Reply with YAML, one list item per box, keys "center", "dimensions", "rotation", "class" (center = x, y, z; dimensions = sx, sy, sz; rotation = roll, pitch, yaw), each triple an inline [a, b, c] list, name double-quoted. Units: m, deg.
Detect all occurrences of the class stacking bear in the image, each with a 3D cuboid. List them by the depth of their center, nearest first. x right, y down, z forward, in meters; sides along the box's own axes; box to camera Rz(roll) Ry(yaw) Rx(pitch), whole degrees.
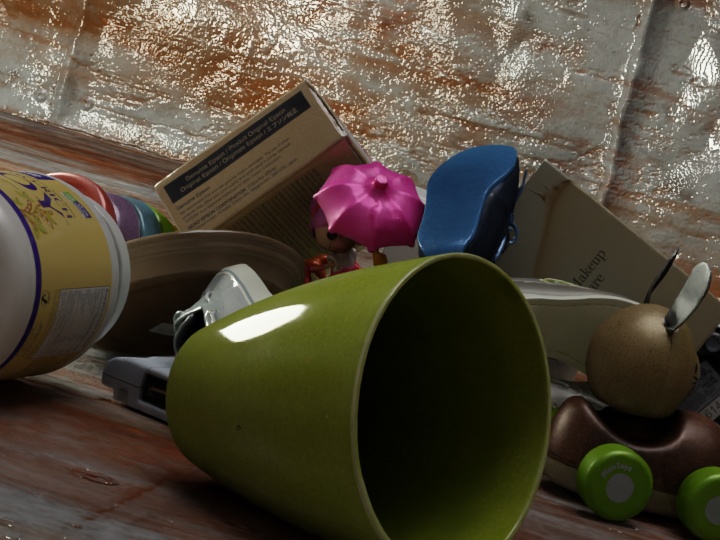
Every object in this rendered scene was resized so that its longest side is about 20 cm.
- center: [-0.195, -0.001, 1.846]
  dimensions: [0.113, 0.122, 0.200]
  rotation: [-16, -27, 33]
  class: "stacking bear"

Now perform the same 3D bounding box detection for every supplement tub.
- center: [-0.253, 0.003, 1.462]
  dimensions: [0.144, 0.146, 0.200]
  rotation: [16, 6, 16]
  class: "supplement tub"

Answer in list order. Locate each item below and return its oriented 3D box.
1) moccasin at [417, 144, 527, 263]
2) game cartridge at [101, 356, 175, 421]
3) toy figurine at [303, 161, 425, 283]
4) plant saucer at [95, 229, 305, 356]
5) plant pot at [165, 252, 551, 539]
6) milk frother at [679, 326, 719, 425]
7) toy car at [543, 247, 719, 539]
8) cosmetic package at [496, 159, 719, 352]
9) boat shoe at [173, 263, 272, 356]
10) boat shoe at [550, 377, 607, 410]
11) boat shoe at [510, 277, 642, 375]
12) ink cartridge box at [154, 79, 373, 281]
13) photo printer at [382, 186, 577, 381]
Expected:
- center: [0.083, -0.035, 1.707]
  dimensions: [0.080, 0.069, 0.200]
  rotation: [-3, 29, 23]
  class: "moccasin"
- center: [-0.072, 0.103, 1.527]
  dimensions: [0.199, 0.041, 0.133]
  rotation: [19, 3, 32]
  class: "game cartridge"
- center: [0.000, 0.000, 1.775]
  dimensions: [0.149, 0.186, 0.199]
  rotation: [-15, 15, -36]
  class: "toy figurine"
- center: [-0.140, 0.023, 1.671]
  dimensions: [0.198, 0.030, 0.200]
  rotation: [-8, -23, -3]
  class: "plant saucer"
- center: [-0.018, 0.084, 1.292]
  dimensions: [0.199, 0.189, 0.186]
  rotation: [0, -5, 41]
  class: "plant pot"
- center: [0.357, 0.132, 1.920]
  dimensions: [0.180, 0.201, 0.188]
  rotation: [-24, -7, 13]
  class: "milk frother"
- center: [0.233, 0.085, 1.637]
  dimensions: [0.157, 0.201, 0.164]
  rotation: [13, 6, -11]
  class: "toy car"
- center: [0.201, 0.009, 1.790]
  dimensions: [0.200, 0.104, 0.073]
  rotation: [38, 1, 4]
  class: "cosmetic package"
- center: [-0.100, 0.041, 1.521]
  dimensions: [0.071, 0.071, 0.201]
  rotation: [-12, 11, -12]
  class: "boat shoe"
- center: [0.158, 0.119, 1.787]
  dimensions: [0.199, 0.072, 0.066]
  rotation: [21, 21, 18]
  class: "boat shoe"
- center: [0.163, 0.042, 1.718]
  dimensions: [0.200, 0.073, 0.060]
  rotation: [7, 21, -13]
  class: "boat shoe"
- center: [-0.066, -0.060, 1.858]
  dimensions: [0.075, 0.164, 0.200]
  rotation: [56, 3, 26]
  class: "ink cartridge box"
- center: [0.105, 0.038, 1.879]
  dimensions: [0.199, 0.167, 0.069]
  rotation: [23, 7, 12]
  class: "photo printer"
